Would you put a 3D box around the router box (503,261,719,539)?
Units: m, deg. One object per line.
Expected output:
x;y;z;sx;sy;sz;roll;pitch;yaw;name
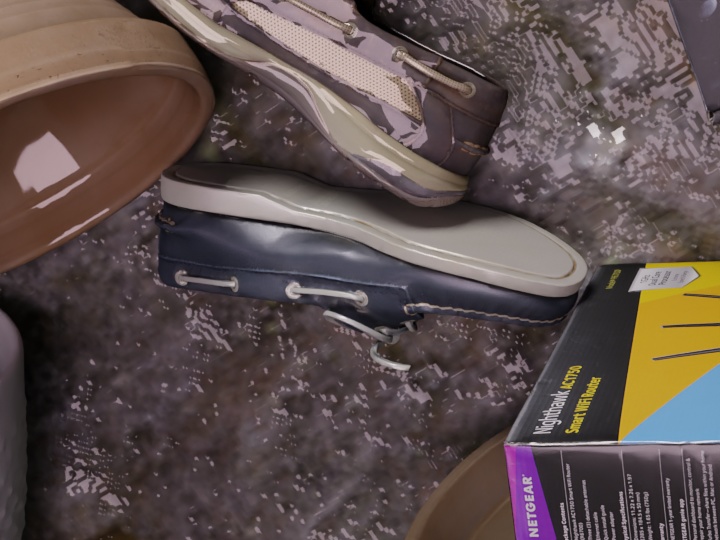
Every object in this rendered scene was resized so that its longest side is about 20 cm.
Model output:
0.150;0.048;0.764;0.149;0.200;0.051;-3;107;17;router box

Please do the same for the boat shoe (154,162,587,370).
0.000;0.000;0.863;0.199;0.075;0.062;11;109;15;boat shoe

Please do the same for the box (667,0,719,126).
0.182;-0.179;0.743;0.163;0.086;0.201;-16;102;21;box

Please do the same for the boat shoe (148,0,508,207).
-0.022;-0.111;0.843;0.200;0.075;0.073;38;100;-3;boat shoe

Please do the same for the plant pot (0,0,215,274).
-0.171;-0.069;0.836;0.201;0.201;0.093;-33;77;23;plant pot

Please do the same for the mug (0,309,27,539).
-0.249;0.105;0.948;0.200;0.147;0.176;27;125;40;mug

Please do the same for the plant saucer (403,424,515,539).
0.111;0.113;0.805;0.199;0.200;0.030;-11;120;20;plant saucer
